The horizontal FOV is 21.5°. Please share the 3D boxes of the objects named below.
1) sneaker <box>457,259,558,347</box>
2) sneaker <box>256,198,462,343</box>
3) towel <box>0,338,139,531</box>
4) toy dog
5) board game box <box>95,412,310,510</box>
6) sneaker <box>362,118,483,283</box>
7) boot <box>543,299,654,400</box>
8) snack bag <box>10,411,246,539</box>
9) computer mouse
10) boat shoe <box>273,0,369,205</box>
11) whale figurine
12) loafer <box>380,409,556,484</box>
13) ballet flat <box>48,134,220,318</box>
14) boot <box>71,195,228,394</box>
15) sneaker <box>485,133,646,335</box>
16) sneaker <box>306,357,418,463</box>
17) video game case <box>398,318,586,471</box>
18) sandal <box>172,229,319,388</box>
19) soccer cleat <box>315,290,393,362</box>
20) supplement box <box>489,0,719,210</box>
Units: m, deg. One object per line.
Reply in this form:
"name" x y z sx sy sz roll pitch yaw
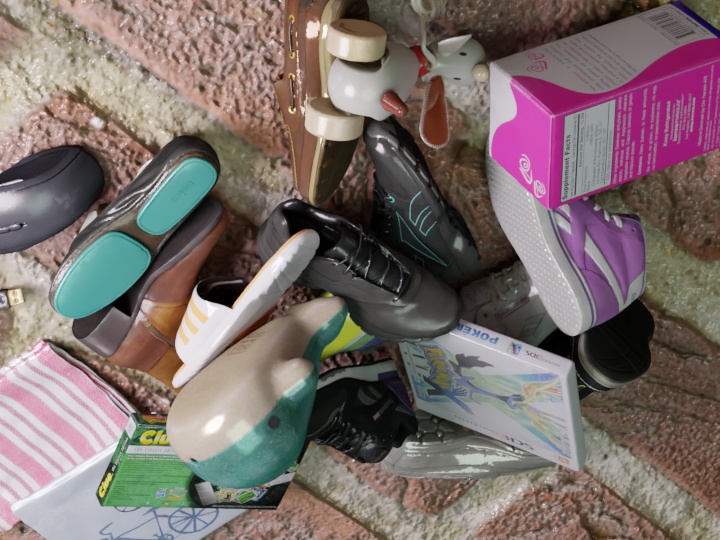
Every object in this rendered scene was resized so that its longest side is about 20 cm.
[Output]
"sneaker" 0.150 0.030 1.809 0.099 0.075 0.200 23 117 -29
"sneaker" 0.000 0.000 1.687 0.199 0.076 0.091 24 159 1
"towel" -0.323 0.163 1.809 0.200 0.030 0.146 -37 126 14
"toy dog" 0.047 -0.160 1.574 0.199 0.096 0.133 -34 139 -30
"board game box" -0.149 0.186 1.833 0.199 0.024 0.105 7 125 -35
"sneaker" 0.043 -0.053 1.719 0.079 0.076 0.200 -26 128 8
"boot" 0.203 0.103 1.816 0.074 0.204 0.154 46 114 -1
"snack bag" -0.226 0.230 1.877 0.188 0.021 0.200 -32 137 11
"computer mouse" -0.308 -0.022 1.663 0.199 0.046 0.141 -19 128 -1
"boat shoe" -0.038 -0.153 1.630 0.067 0.072 0.201 21 126 23
"whale figurine" -0.077 0.109 1.659 0.104 0.200 0.159 53 146 -16
"loafer" 0.115 0.180 1.924 0.198 0.070 0.070 5 136 -14
"ballet flat" -0.199 -0.041 1.661 0.200 0.069 0.068 -43 126 9
"boot" -0.136 0.040 1.748 0.200 0.069 0.189 33 100 -39
"sneaker" 0.194 -0.052 1.738 0.114 0.073 0.202 -26 94 -25
"sneaker" -0.006 0.140 1.776 0.076 0.088 0.199 -37 166 31
"video game case" 0.122 0.109 1.786 0.181 0.022 0.200 20 154 21
"sandal" -0.110 0.021 1.675 0.207 0.059 0.079 -50 166 29
"soccer cleat" -0.047 0.056 1.764 0.199 0.065 0.084 -24 132 -20
"supplement box" 0.220 -0.146 1.648 0.199 0.101 0.104 -18 131 -21
